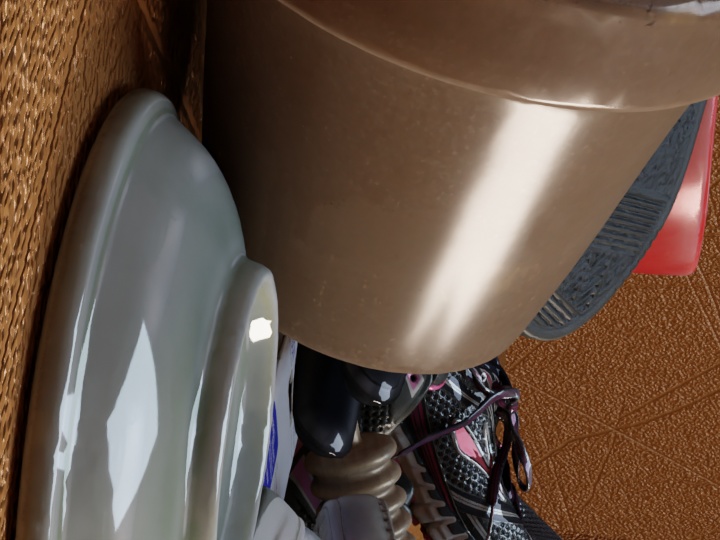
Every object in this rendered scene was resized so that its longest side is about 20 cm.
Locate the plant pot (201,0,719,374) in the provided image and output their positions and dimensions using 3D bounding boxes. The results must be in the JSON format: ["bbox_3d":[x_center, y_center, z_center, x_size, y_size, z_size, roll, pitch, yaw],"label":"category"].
[{"bbox_3d":[0.024,-0.066,0.939,0.201,0.199,0.175,-73,-177,-59],"label":"plant pot"}]

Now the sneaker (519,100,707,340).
[{"bbox_3d":[0.060,-0.079,1.076,0.084,0.120,0.201,34,76,-47],"label":"sneaker"}]

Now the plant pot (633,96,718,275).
[{"bbox_3d":[0.067,-0.107,1.263,0.200,0.181,0.202,7,90,-84],"label":"plant pot"}]

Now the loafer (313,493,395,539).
[{"bbox_3d":[0.025,0.154,1.131,0.201,0.069,0.070,75,4,-48],"label":"loafer"}]

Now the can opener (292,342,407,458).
[{"bbox_3d":[0.000,0.000,1.056,0.064,0.078,0.201,-57,-165,35],"label":"can opener"}]

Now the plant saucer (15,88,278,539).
[{"bbox_3d":[-0.057,0.048,0.878,0.200,0.050,0.202,7,90,-85],"label":"plant saucer"}]

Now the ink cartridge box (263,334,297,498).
[{"bbox_3d":[-0.055,0.115,1.042,0.100,0.039,0.201,89,11,-58],"label":"ink cartridge box"}]

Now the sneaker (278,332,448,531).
[{"bbox_3d":[-0.005,0.019,1.188,0.080,0.086,0.201,-73,168,-69],"label":"sneaker"}]

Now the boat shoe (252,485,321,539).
[{"bbox_3d":[-0.044,0.158,0.916,0.074,0.065,0.203,-41,-159,39],"label":"boat shoe"}]

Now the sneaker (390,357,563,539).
[{"bbox_3d":[0.044,0.076,1.296,0.200,0.074,0.081,53,7,-26],"label":"sneaker"}]

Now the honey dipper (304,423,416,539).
[{"bbox_3d":[-0.014,0.017,1.133,0.038,0.038,0.201,-63,143,-74],"label":"honey dipper"}]
